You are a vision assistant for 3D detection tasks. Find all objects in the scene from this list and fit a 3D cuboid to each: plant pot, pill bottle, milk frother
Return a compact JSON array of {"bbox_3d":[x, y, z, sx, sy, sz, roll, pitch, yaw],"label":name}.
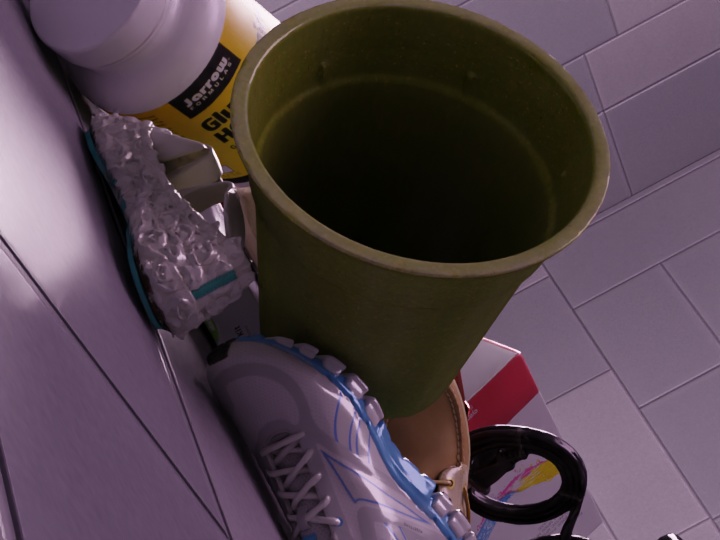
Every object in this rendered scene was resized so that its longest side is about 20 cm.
[{"bbox_3d":[0.015,-0.015,0.901,0.200,0.200,0.190,62,-28,32],"label":"plant pot"},{"bbox_3d":[-0.112,-0.134,1.007,0.200,0.112,0.113,32,26,-58],"label":"pill bottle"},{"bbox_3d":[0.127,0.230,1.099,0.200,0.181,0.188,33,16,-9],"label":"milk frother"}]

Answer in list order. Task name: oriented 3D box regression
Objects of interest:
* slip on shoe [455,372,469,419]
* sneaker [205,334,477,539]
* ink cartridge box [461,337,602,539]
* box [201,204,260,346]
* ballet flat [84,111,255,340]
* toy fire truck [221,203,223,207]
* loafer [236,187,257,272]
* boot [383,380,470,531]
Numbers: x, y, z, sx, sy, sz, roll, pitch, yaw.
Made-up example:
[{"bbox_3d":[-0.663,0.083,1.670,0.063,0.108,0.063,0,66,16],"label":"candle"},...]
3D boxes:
[{"bbox_3d":[0.047,0.109,1.105,0.074,0.061,0.200,35,-45,57],"label":"slip on shoe"},{"bbox_3d":[-0.015,0.121,0.870,0.200,0.075,0.087,48,42,-14],"label":"sneaker"},{"bbox_3d":[0.079,0.167,1.347,0.145,0.145,0.200,18,-37,53],"label":"ink cartridge box"},{"bbox_3d":[-0.069,0.043,1.065,0.200,0.041,0.156,63,-1,-20],"label":"box"},{"bbox_3d":[-0.097,-0.033,0.858,0.072,0.072,0.200,62,0,-36],"label":"ballet flat"},{"bbox_3d":[-0.096,-0.067,1.232,0.176,0.129,0.200,62,-10,-28],"label":"toy fire truck"},{"bbox_3d":[-0.027,0.007,1.057,0.200,0.068,0.076,62,0,37],"label":"loafer"},{"bbox_3d":[0.040,0.168,0.997,0.155,0.073,0.200,-108,-159,-72],"label":"boot"}]
